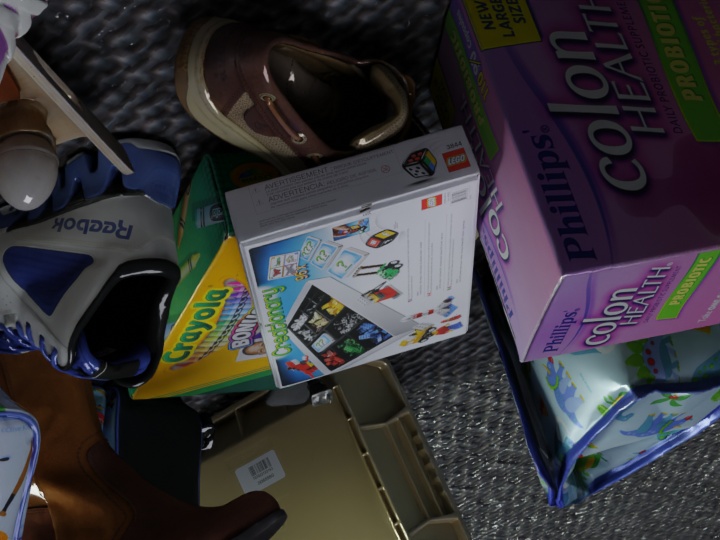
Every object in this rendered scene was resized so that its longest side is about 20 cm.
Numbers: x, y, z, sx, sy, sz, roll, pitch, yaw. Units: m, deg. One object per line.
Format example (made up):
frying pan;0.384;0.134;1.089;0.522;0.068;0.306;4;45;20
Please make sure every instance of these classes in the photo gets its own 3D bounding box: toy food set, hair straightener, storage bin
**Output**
toy food set;-0.226;-0.053;0.661;0.199;0.061;0.144;-19;153;9
hair straightener;-0.019;0.052;0.950;0.041;0.077;0.200;1;153;-29
storage bin;-0.041;0.191;1.092;0.199;0.200;0.094;-30;167;26

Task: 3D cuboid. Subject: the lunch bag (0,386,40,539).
lunch bag;-0.269;0.124;0.744;0.199;0.075;0.161;-4;115;-42

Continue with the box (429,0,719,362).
box;0.159;-0.066;0.736;0.198;0.177;0.097;-10;153;-12

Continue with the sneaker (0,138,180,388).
sneaker;-0.173;0.021;0.777;0.199;0.116;0.080;-30;149;25

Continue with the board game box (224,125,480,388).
board game box;0.000;0.000;0.777;0.125;0.035;0.200;-16;155;-6

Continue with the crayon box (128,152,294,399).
crayon box;-0.066;0.007;0.860;0.118;0.059;0.200;-2;150;-28

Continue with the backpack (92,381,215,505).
backpack;-0.212;0.189;1.018;0.199;0.184;0.134;-23;146;39

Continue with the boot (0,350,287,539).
boot;-0.155;0.105;0.866;0.187;0.201;0.068;-24;169;23

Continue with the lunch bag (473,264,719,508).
lunch bag;0.153;0.050;0.957;0.127;0.171;0.200;-5;153;-22

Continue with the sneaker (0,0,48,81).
sneaker;-0.128;-0.119;0.543;0.199;0.115;0.073;-25;151;12

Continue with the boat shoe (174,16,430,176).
boat shoe;-0.005;-0.075;0.722;0.072;0.073;0.200;2;162;39

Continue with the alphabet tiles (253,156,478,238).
alphabet tiles;-0.007;-0.024;0.908;0.199;0.008;0.167;-1;149;-28
